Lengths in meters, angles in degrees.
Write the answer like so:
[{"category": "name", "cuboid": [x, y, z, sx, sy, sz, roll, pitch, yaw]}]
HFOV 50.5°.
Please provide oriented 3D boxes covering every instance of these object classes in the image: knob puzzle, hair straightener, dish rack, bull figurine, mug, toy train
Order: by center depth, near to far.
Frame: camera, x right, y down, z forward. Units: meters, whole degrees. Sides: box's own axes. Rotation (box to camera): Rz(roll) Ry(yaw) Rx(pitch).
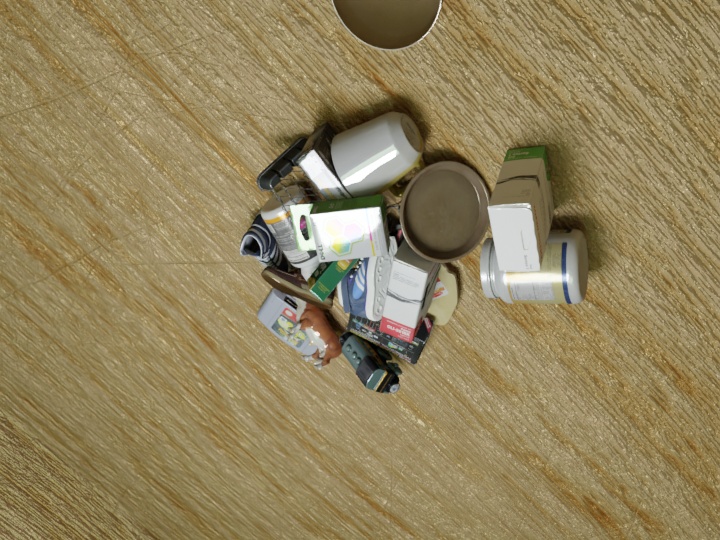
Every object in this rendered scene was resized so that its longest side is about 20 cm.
[{"category": "mug", "cuboid": [0.052, -0.236, 1.528, 0.151, 0.185, 0.153, -26, 79, 29]}, {"category": "dish rack", "cuboid": [-0.113, -0.161, 1.636, 0.054, 0.153, 0.202, 19, 147, 55]}, {"category": "hair straightener", "cuboid": [0.052, -0.064, 1.693, 0.076, 0.041, 0.203, 33, 130, 20]}, {"category": "knob puzzle", "cuboid": [0.144, 0.039, 1.752, 0.214, 0.031, 0.224, 15, 128, 19]}, {"category": "toy train", "cuboid": [0.022, 0.220, 1.863, 0.113, 0.201, 0.086, 23, 109, -43]}, {"category": "bull figurine", "cuboid": [-0.120, 0.145, 1.896, 0.202, 0.121, 0.065, 54, 152, -9]}]

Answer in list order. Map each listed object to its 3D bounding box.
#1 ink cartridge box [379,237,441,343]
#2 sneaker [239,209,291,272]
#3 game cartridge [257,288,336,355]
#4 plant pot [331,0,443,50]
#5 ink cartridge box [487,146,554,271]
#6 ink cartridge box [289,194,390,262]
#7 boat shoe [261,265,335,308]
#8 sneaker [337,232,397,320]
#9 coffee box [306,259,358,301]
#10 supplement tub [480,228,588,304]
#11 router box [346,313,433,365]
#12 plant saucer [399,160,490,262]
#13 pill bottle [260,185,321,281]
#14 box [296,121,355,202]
[{"category": "ink cartridge box", "cuboid": [0.113, 0.026, 1.641, 0.082, 0.145, 0.204, 19, 131, 13]}, {"category": "sneaker", "cuboid": [-0.228, -0.033, 1.825, 0.068, 0.109, 0.204, 5, 129, 22]}, {"category": "game cartridge", "cuboid": [-0.172, 0.141, 1.993, 0.198, 0.041, 0.133, 36, 138, -5]}, {"category": "plant pot", "cuboid": [0.060, -0.497, 1.287, 0.195, 0.136, 0.204, 14, 132, 16]}, {"category": "ink cartridge box", "cuboid": [0.305, -0.115, 1.433, 0.082, 0.202, 0.149, -1, 127, 25]}, {"category": "ink cartridge box", "cuboid": [-0.044, -0.080, 1.503, 0.194, 0.060, 0.106, -5, 118, 11]}, {"category": "boat shoe", "cuboid": [-0.144, 0.025, 1.832, 0.196, 0.074, 0.072, 25, 163, -22]}, {"category": "sneaker", "cuboid": [0.000, 0.000, 1.690, 0.145, 0.079, 0.206, 21, 110, 41]}, {"category": "coffee box", "cuboid": [-0.038, -0.030, 1.657, 0.044, 0.123, 0.201, 39, 94, -12]}, {"category": "supplement tub", "cuboid": [0.350, -0.007, 1.539, 0.195, 0.146, 0.147, -1, 127, 26]}, {"category": "router box", "cuboid": [0.068, 0.131, 1.814, 0.196, 0.063, 0.151, 27, 153, 7]}, {"category": "plant saucer", "cuboid": [0.169, -0.119, 1.542, 0.194, 0.029, 0.206, -3, 101, -14]}, {"category": "pill bottle", "cuboid": [-0.133, -0.081, 1.736, 0.114, 0.117, 0.202, -13, 121, 33]}, {"category": "box", "cuboid": [-0.039, -0.189, 1.569, 0.048, 0.160, 0.201, -31, 111, 23]}]
